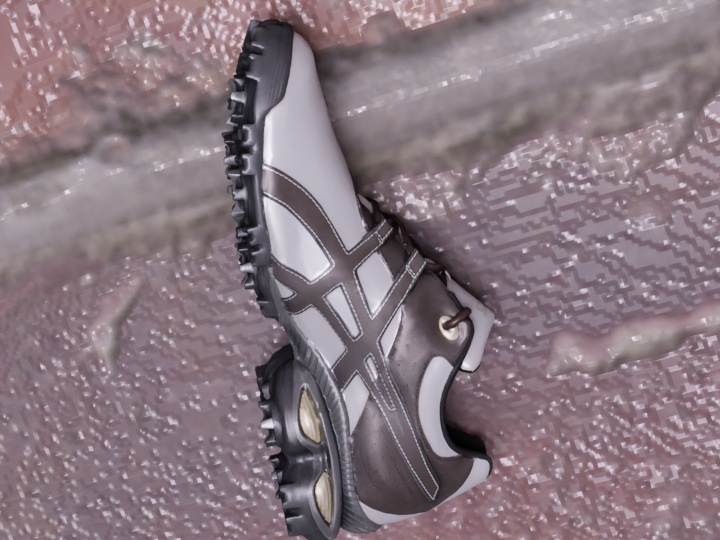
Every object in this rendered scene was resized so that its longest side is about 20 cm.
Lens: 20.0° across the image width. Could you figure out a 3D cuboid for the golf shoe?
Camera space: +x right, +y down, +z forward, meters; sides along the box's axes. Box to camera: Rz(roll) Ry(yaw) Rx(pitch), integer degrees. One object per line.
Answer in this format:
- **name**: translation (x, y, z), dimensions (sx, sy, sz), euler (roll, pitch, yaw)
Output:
- **golf shoe**: translation (0.000, 0.000, 0.762), dimensions (0.094, 0.078, 0.202), euler (-9, 110, -1)
